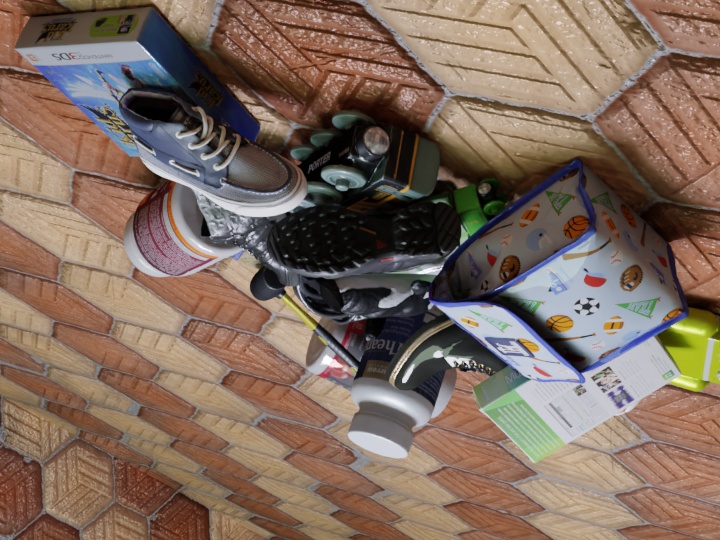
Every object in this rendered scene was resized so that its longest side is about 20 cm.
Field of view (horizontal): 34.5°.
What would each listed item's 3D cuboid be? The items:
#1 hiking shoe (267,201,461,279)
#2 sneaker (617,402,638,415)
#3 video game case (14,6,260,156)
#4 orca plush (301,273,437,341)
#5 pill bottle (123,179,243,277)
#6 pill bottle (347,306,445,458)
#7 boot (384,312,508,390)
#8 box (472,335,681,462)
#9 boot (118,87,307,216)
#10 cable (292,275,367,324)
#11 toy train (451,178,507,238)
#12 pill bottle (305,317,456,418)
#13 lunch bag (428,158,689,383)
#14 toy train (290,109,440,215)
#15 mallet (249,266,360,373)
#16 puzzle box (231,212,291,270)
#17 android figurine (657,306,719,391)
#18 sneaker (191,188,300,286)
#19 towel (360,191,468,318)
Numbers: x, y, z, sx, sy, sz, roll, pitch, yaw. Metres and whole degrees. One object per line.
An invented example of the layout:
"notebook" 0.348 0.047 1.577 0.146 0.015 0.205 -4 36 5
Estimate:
"hiking shoe" 0.006 -0.021 1.185 0.197 0.077 0.101 -2 165 7
"sneaker" 0.262 0.132 1.486 0.198 0.078 0.082 8 149 27
"video game case" -0.231 -0.190 1.215 0.180 0.046 0.200 6 153 35
"orca plush" 0.020 0.042 1.233 0.104 0.072 0.199 4 -176 25
"pill bottle" -0.210 -0.057 1.410 0.114 0.115 0.199 30 155 -23
"pill bottle" 0.052 0.132 1.496 0.110 0.202 0.111 17 158 7
"boot" 0.134 0.112 1.338 0.200 0.139 0.077 -42 156 21
"box" 0.239 0.122 1.277 0.199 0.037 0.144 -34 134 12
"boot" -0.150 -0.119 1.145 0.198 0.073 0.091 17 155 22
"cable" 0.000 0.000 1.396 0.161 0.051 0.201 7 144 -15
"toy train" 0.147 -0.030 1.237 0.056 0.042 0.200 -18 145 13
"pill bottle" 0.032 0.130 1.628 0.198 0.112 0.111 27 157 -15
"lunch bag" 0.190 0.020 1.141 0.199 0.125 0.170 -33 126 29
"toy train" -0.005 -0.096 1.192 0.113 0.086 0.200 19 160 -22
"mallet" -0.069 0.071 1.538 0.200 0.041 0.066 48 153 -13
"puzzle box" -0.094 -0.034 1.477 0.132 0.026 0.200 25 157 -10
"android figurine" 0.374 0.087 1.328 0.198 0.041 0.182 15 157 18
"sneaker" -0.130 -0.053 1.295 0.103 0.060 0.201 -9 137 0
"towel" 0.047 -0.012 1.303 0.198 0.031 0.149 -21 143 28
